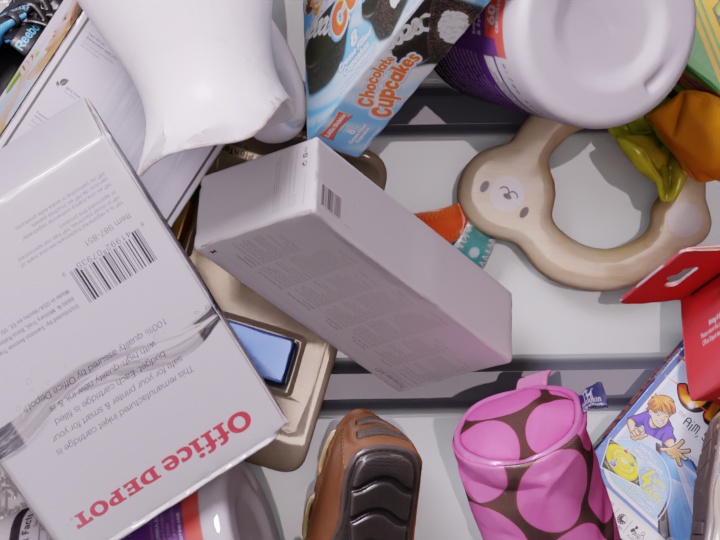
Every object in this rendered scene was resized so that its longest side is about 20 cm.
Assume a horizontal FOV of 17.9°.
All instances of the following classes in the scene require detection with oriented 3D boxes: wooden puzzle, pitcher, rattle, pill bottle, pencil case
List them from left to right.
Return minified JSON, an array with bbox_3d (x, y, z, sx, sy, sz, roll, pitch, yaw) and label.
[{"bbox_3d":[-0.151,0.184,1.329,0.198,0.111,0.112,-17,89,12],"label":"pill bottle"},{"bbox_3d":[-0.090,-0.161,1.229,0.120,0.171,0.202,-17,89,19],"label":"pitcher"},{"bbox_3d":[-0.096,0.002,1.369,0.184,0.046,0.202,16,89,2],"label":"wooden puzzle"},{"bbox_3d":[0.094,-0.148,1.288,0.110,0.200,0.113,-5,102,-22],"label":"pill bottle"},{"bbox_3d":[0.116,-0.038,1.335,0.198,0.143,0.131,-9,108,-7],"label":"rattle"},{"bbox_3d":[0.119,0.163,1.327,0.090,0.094,0.201,-11,116,12],"label":"pencil case"}]

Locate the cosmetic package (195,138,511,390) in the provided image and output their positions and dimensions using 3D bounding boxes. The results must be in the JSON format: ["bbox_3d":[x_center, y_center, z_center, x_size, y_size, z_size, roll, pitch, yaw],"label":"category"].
[{"bbox_3d":[0.000,0.000,1.294,0.082,0.200,0.051,-18,54,30],"label":"cosmetic package"}]

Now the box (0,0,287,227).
[{"bbox_3d":[-0.145,-0.081,1.307,0.116,0.060,0.201,34,85,-23],"label":"box"}]

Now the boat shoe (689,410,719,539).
[{"bbox_3d":[0.223,0.181,1.326,0.071,0.076,0.202,12,90,-2],"label":"boat shoe"}]

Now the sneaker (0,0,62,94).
[{"bbox_3d":[-0.176,-0.145,1.356,0.073,0.082,0.201,32,87,3],"label":"sneaker"}]

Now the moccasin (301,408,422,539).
[{"bbox_3d":[-0.012,0.182,1.359,0.073,0.078,0.203,-1,108,-16],"label":"moccasin"}]

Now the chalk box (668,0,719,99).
[{"bbox_3d":[0.274,-0.115,1.342,0.200,0.124,0.125,39,89,0],"label":"chalk box"}]

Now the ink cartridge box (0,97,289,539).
[{"bbox_3d":[-0.153,0.033,1.242,0.144,0.084,0.201,-32,113,-2],"label":"ink cartridge box"}]

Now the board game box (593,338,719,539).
[{"bbox_3d":[0.238,0.145,1.381,0.200,0.034,0.136,41,89,0],"label":"board game box"}]

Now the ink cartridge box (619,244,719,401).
[{"bbox_3d":[0.262,0.032,1.317,0.198,0.116,0.068,0,73,-14],"label":"ink cartridge box"}]

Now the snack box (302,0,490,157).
[{"bbox_3d":[0.030,-0.167,1.237,0.037,0.200,0.117,17,49,-24],"label":"snack box"}]
